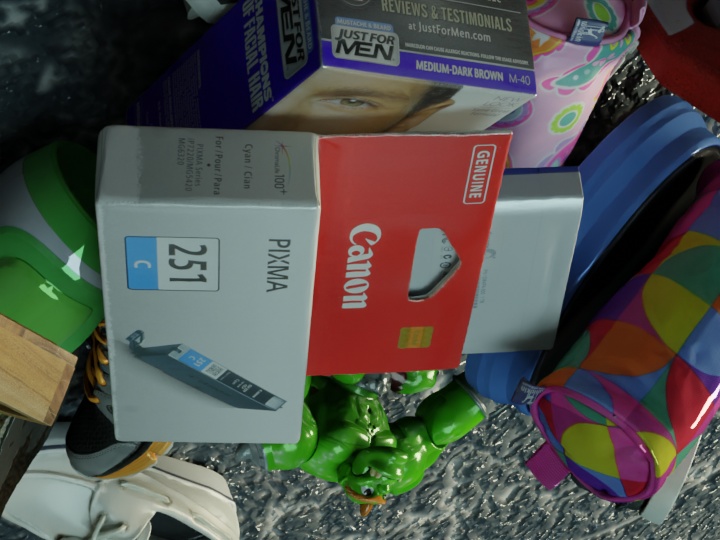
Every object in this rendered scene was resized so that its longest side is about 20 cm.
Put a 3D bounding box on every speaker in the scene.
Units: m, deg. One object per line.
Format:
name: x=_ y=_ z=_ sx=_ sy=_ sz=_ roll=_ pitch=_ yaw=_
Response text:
speaker: x=-0.195 y=0.026 z=0.890 sx=0.200 sy=0.089 sz=0.088 roll=-39 pitch=140 yaw=16

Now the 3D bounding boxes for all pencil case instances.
pencil case: x=0.080 y=-0.073 z=0.936 sx=0.087 sy=0.088 sz=0.201 roll=-4 pitch=137 yaw=-26
pencil case: x=0.163 y=0.029 z=0.927 sx=0.200 sy=0.088 sz=0.089 roll=-46 pitch=150 yaw=-27

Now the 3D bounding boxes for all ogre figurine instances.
ogre figurine: x=0.007 y=0.073 z=1.059 sx=0.199 sy=0.098 sz=0.121 roll=4 pitch=119 yaw=-60

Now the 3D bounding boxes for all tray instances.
tray: x=-0.228 y=0.020 z=0.796 sx=0.098 sy=0.198 sz=0.037 roll=37 pitch=67 yaw=-49

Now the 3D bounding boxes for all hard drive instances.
hard drive: x=0.000 y=0.000 z=0.864 sx=0.197 sy=0.026 sz=0.132 roll=-2 pitch=146 yaw=-3

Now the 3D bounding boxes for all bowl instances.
bowl: x=0.136 y=-0.004 z=1.010 sx=0.201 sy=0.039 sz=0.201 roll=-45 pitch=159 yaw=-22

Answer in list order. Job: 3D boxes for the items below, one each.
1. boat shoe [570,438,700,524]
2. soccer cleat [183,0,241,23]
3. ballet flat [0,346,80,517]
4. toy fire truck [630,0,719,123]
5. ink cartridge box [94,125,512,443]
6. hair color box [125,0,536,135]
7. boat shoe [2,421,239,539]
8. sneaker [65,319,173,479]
boat shoe: x=0.174 y=0.041 z=1.011 sx=0.060 sy=0.201 sz=0.076 roll=22 pitch=152 yaw=2
soccer cleat: x=-0.040 y=-0.143 z=0.809 sx=0.198 sy=0.069 sz=0.085 roll=11 pitch=138 yaw=-34
ballet flat: x=-0.204 y=0.103 z=0.974 sx=0.202 sy=0.046 sz=0.067 roll=-66 pitch=165 yaw=16
toy fire truck: x=0.243 y=-0.119 z=0.911 sx=0.198 sy=0.169 sz=0.113 roll=-12 pitch=140 yaw=-18
ink cartridge box: x=-0.028 y=0.012 z=0.815 sx=0.174 sy=0.045 sz=0.201 roll=0 pitch=146 yaw=-5
hair color box: x=-0.020 y=-0.076 z=0.821 sx=0.108 sy=0.066 sz=0.200 roll=4 pitch=160 yaw=-29
boat shoe: x=-0.149 y=0.146 z=1.067 sx=0.072 sy=0.066 sz=0.199 roll=-42 pitch=139 yaw=20
sneaker: x=-0.115 y=0.030 z=0.960 sx=0.077 sy=0.079 sz=0.201 roll=20 pitch=120 yaw=-27
